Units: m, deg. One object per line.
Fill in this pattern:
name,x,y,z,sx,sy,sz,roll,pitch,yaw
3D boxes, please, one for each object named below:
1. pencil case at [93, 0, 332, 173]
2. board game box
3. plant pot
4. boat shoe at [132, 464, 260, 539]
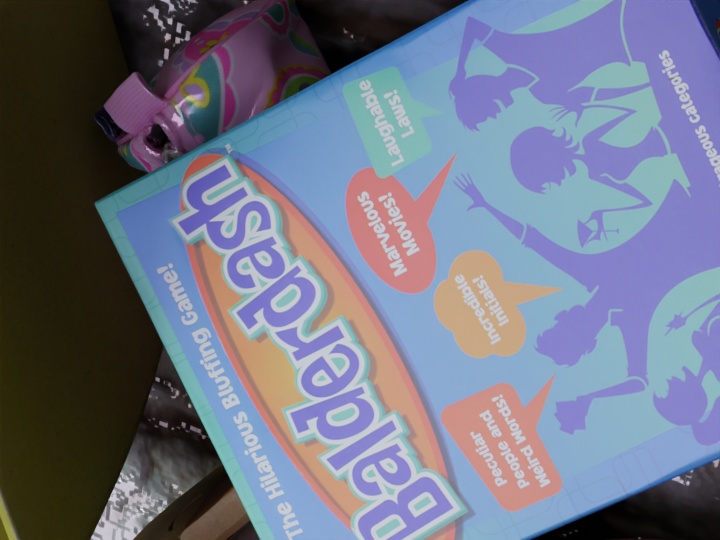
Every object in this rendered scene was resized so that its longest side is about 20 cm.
pencil case,0.000,0.000,0.790,0.200,0.087,0.087,50,127,-5
board game box,0.038,0.002,0.700,0.199,0.045,0.153,-27,92,23
plant pot,-0.173,-0.015,0.813,0.198,0.177,0.201,0,121,28
boat shoe,-0.041,0.109,0.850,0.070,0.070,0.200,44,156,-6
